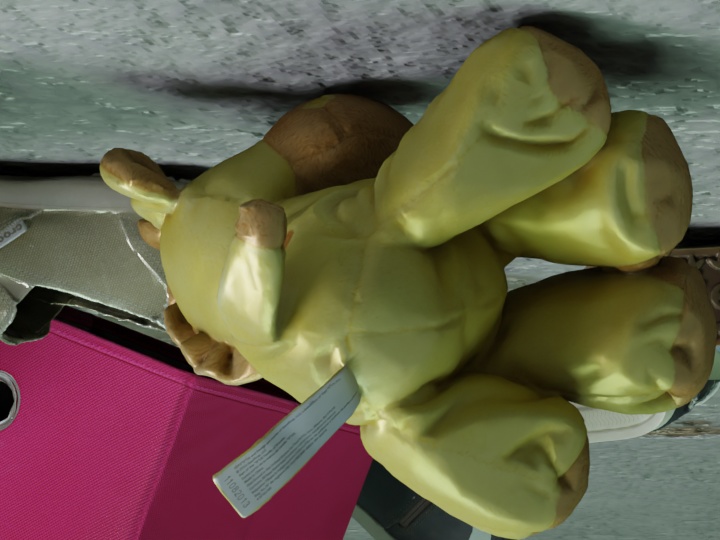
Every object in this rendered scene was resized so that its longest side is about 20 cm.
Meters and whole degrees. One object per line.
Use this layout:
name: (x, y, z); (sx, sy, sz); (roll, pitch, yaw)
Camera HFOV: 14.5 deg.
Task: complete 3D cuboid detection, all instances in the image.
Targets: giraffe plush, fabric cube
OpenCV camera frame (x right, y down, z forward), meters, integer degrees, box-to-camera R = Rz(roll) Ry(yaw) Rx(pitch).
giraffe plush: (0.000, 0.000, 0.985); (0.200, 0.173, 0.162); (-25, -155, -20)
fabric cube: (-0.141, 0.125, 1.362); (0.196, 0.200, 0.200); (21, 180, 29)

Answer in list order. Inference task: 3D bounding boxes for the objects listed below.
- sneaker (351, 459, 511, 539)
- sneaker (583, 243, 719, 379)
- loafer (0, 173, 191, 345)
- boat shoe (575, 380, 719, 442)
sneaker: (0.015, 0.072, 1.481); (0.075, 0.200, 0.106); (-33, 156, -48)
sneaker: (0.192, 0.016, 1.281); (0.200, 0.067, 0.090); (1, 177, 2)
loafer: (-0.154, -0.004, 1.162); (0.200, 0.068, 0.076); (0, 170, 7)
boat shoe: (0.099, 0.055, 1.479); (0.200, 0.072, 0.068); (-2, -165, 43)
